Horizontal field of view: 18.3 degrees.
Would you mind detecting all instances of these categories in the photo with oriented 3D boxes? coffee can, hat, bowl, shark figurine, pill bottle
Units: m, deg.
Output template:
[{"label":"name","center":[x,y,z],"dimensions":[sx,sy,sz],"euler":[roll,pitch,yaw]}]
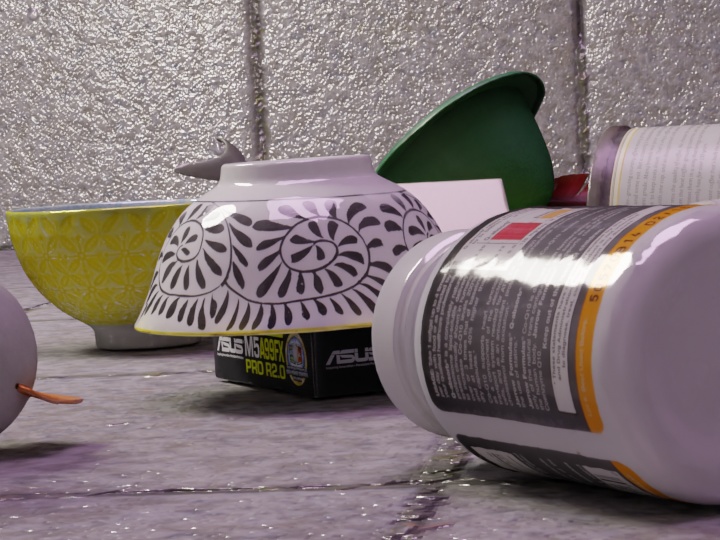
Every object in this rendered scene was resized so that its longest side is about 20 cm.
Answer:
[{"label":"coffee can","center":[0.268,-0.029,1.512],"dimensions":[0.200,0.147,0.146],"euler":[-1,4,23]},{"label":"hat","center":[0.127,-0.043,1.749],"dimensions":[0.200,0.176,0.166],"euler":[-47,-22,30]},{"label":"bowl","center":[-0.163,0.002,1.676],"dimensions":[0.200,0.108,0.200],"euler":[-2,4,0]},{"label":"bowl","center":[-0.035,-0.018,1.304],"dimensions":[0.200,0.094,0.201],"euler":[-4,3,0]},{"label":"shark figurine","center":[-0.093,-0.010,1.916],"dimensions":[0.128,0.215,0.090],"euler":[29,60,24]},{"label":"pill bottle","center":[0.093,0.030,0.920],"dimensions":[0.116,0.117,0.200],"euler":[-5,4,-29]}]

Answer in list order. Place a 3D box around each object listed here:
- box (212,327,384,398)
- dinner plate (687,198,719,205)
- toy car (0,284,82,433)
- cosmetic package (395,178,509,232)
[{"label":"box","center":[0.029,0.042,1.377],"dimensions":[0.200,0.044,0.160],"euler":[-5,4,-24]},{"label":"dinner plate","center":[0.134,0.010,1.158],"dimensions":[0.200,0.024,0.200],"euler":[-35,7,5]},{"label":"toy car","center":[-0.237,0.033,1.120],"dimensions":[0.200,0.185,0.177],"euler":[27,-10,-23]},{"label":"cosmetic package","center":[0.000,0.000,1.513],"dimensions":[0.200,0.071,0.105],"euler":[-4,-40,-7]}]
